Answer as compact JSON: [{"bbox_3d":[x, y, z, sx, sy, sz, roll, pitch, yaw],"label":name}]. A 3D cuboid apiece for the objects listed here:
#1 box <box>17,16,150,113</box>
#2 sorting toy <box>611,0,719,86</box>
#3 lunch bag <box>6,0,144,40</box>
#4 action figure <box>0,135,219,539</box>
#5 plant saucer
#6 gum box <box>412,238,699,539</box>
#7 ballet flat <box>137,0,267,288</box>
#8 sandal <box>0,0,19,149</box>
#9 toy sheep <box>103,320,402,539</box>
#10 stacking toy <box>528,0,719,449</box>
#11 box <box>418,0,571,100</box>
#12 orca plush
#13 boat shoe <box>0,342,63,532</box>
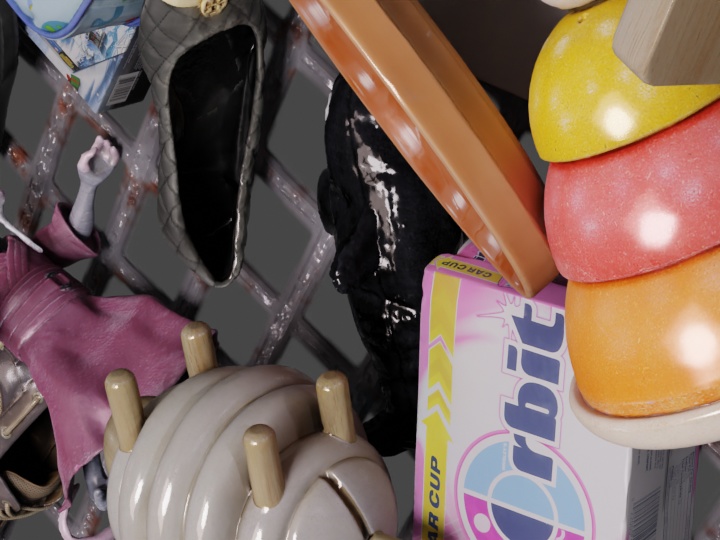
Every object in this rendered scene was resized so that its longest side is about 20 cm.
[{"bbox_3d":[-0.129,-0.201,0.935,0.137,0.040,0.201,48,129,18],"label":"box"},{"bbox_3d":[0.175,-0.165,0.581,0.070,0.197,0.201,49,132,38],"label":"sorting toy"},{"bbox_3d":[-0.117,-0.221,0.836,0.161,0.082,0.200,53,129,13],"label":"lunch bag"},{"bbox_3d":[-0.166,0.027,1.013,0.200,0.134,0.150,42,146,20],"label":"action figure"},{"bbox_3d":[0.018,-0.077,0.733,0.032,0.200,0.201,-38,74,0],"label":"plant saucer"},{"bbox_3d":[0.087,0.087,0.821,0.113,0.066,0.202,16,114,35],"label":"gum box"},{"bbox_3d":[-0.069,-0.077,0.886,0.057,0.066,0.201,56,156,38],"label":"ballet flat"},{"bbox_3d":[-0.226,-0.118,1.007,0.075,0.048,0.201,45,146,22],"label":"sandal"},{"bbox_3d":[-0.049,0.105,0.855,0.199,0.137,0.139,21,117,41],"label":"toy sheep"},{"bbox_3d":[0.105,-0.051,0.652,0.145,0.146,0.201,-15,109,43],"label":"stacking toy"},{"bbox_3d":[0.042,-0.166,0.799,0.199,0.036,0.146,26,120,31],"label":"box"},{"bbox_3d":[0.000,0.000,0.866,0.105,0.071,0.202,24,119,34],"label":"orca plush"},{"bbox_3d":[-0.218,0.117,1.096,0.073,0.074,0.201,41,128,24],"label":"boat shoe"}]
